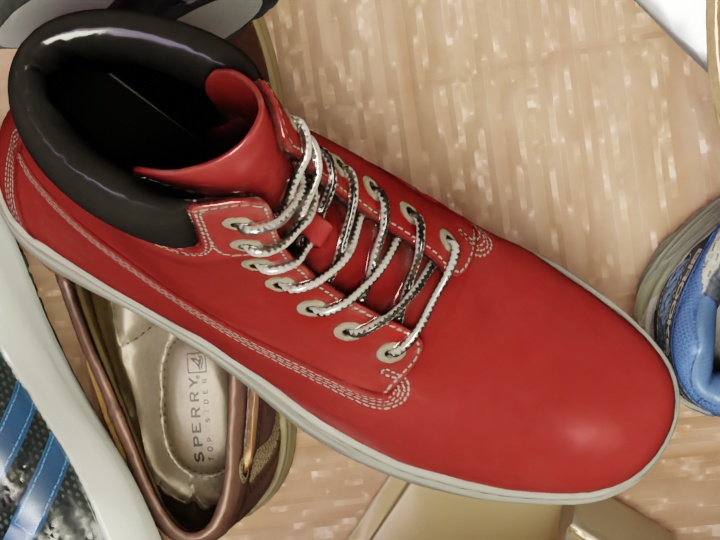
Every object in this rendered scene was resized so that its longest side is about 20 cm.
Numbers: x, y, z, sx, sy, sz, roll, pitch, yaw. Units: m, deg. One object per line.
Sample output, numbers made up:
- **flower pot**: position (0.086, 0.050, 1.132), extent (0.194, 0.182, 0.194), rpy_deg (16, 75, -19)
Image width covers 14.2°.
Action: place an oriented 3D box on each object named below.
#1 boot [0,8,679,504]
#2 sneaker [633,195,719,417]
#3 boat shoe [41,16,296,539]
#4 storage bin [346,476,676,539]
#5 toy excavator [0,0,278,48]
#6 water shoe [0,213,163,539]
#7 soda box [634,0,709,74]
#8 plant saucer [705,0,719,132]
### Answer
- **boot**: position (0.000, 0.000, 0.732), extent (0.200, 0.144, 0.073), rpy_deg (25, 79, -5)
- **sneaker**: position (0.159, -0.026, 0.794), extent (0.077, 0.085, 0.200), rpy_deg (43, 102, -1)
- **boat shoe**: position (-0.060, -0.018, 0.832), extent (0.072, 0.072, 0.201), rpy_deg (-5, 98, 8)
- **storage bin**: position (0.001, 0.157, 0.788), extent (0.094, 0.200, 0.199), rpy_deg (33, 102, 0)
- **toy excavator**: position (-0.006, -0.146, 0.761), extent (0.200, 0.194, 0.100), rpy_deg (-33, 75, 28)
- **water shoe**: position (-0.118, 0.053, 0.831), extent (0.079, 0.071, 0.200), rpy_deg (-25, 88, -20)
- **soda box**: position (0.160, -0.133, 0.788), extent (0.068, 0.064, 0.200), rpy_deg (43, 101, -1)
- **plant saucer**: position (0.182, -0.059, 0.703), extent (0.200, 0.035, 0.201), rpy_deg (7, 104, 32)
